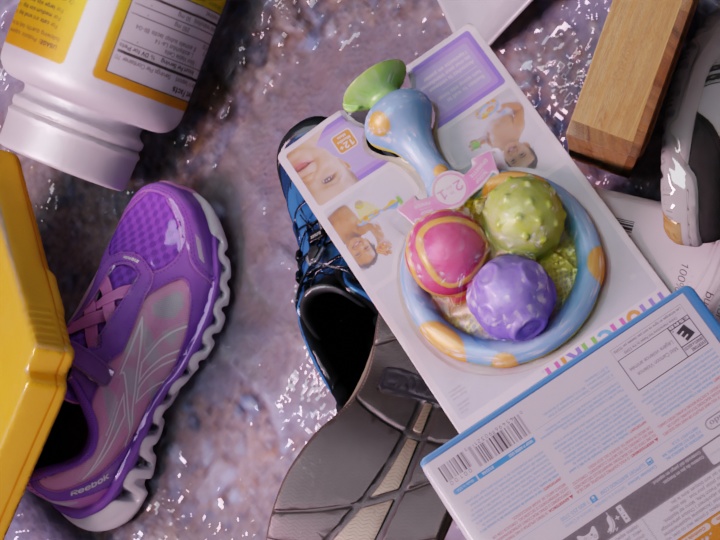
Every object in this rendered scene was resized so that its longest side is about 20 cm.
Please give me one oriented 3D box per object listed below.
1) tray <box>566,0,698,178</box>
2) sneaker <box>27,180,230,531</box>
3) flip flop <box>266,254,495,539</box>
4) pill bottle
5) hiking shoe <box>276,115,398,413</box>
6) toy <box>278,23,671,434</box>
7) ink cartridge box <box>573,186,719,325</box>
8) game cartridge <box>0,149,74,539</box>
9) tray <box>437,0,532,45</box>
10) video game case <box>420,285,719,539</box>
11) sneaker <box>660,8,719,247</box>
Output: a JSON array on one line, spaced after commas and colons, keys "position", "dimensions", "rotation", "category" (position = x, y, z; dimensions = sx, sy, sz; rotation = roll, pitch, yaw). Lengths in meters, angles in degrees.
[{"position": [0.127, -0.098, 1.022], "dimensions": [0.037, 0.200, 0.099], "rotation": [19, 92, 6], "category": "tray"}, {"position": [-0.140, 0.045, 1.229], "dimensions": [0.080, 0.088, 0.201], "rotation": [21, 91, 35], "category": "sneaker"}, {"position": [0.022, 0.073, 1.042], "dimensions": [0.081, 0.058, 0.201], "rotation": [18, 74, 16], "category": "flip flop"}, {"position": [-0.133, -0.152, 1.250], "dimensions": [0.109, 0.109, 0.201], "rotation": [23, 93, 34], "category": "pill bottle"}, {"position": [0.000, 0.000, 1.147], "dimensions": [0.074, 0.087, 0.201], "rotation": [-34, 64, 23], "category": "hiking shoe"}, {"position": [0.052, -0.019, 1.015], "dimensions": [0.115, 0.047, 0.201], "rotation": [-34, 62, 0], "category": "toy"}, {"position": [0.154, 0.048, 1.039], "dimensions": [0.199, 0.084, 0.146], "rotation": [15, 89, 36], "category": "ink cartridge box"}, {"position": [-0.212, 0.058, 1.236], "dimensions": [0.177, 0.032, 0.200], "rotation": [-63, 32, 28], "category": "game cartridge"}, {"position": [0.098, -0.207, 1.133], "dimensions": [0.200, 0.022, 0.108], "rotation": [-46, 59, 39], "category": "tray"}, {"position": [0.135, 0.122, 0.932], "dimensions": [0.143, 0.018, 0.201], "rotation": [-33, 65, -3], "category": "video game case"}, {"position": [0.199, -0.088, 1.003], "dimensions": [0.087, 0.076, 0.201], "rotation": [17, 57, 23], "category": "sneaker"}]
